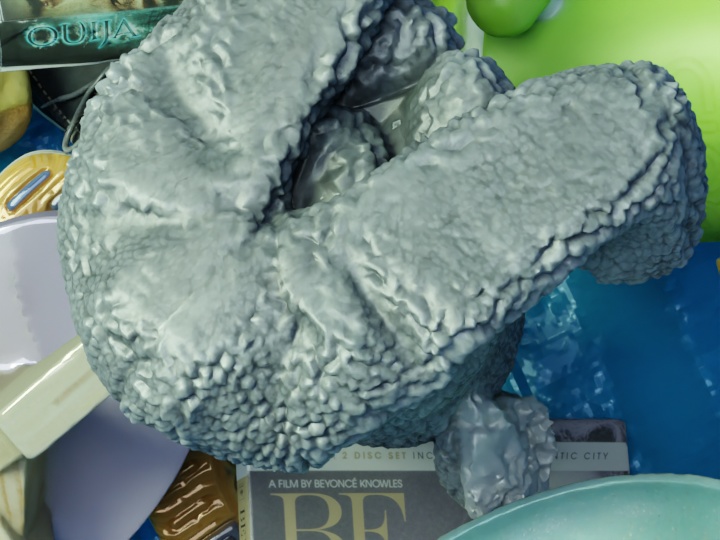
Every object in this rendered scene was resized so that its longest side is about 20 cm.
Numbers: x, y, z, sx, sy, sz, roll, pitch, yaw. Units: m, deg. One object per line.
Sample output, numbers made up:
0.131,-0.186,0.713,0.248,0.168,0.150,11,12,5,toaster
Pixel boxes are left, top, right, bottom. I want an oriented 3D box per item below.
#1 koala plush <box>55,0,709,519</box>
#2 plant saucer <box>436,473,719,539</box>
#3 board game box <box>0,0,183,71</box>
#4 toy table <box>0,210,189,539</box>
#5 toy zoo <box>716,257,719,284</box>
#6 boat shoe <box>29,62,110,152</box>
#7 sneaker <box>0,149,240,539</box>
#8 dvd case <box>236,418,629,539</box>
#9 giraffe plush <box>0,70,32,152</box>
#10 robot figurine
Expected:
0.000,0.000,0.967,0.177,0.200,0.184,42,81,19,koala plush
0.060,0.145,0.891,0.199,0.036,0.200,-21,33,15,plant saucer
-0.074,-0.154,1.062,0.134,0.028,0.201,-7,48,-9,board game box
-0.140,0.068,1.011,0.184,0.117,0.200,37,98,-5,toy table
0.155,0.083,0.996,0.020,0.131,0.201,-17,46,7,toy zoo
-0.080,-0.067,1.138,0.075,0.062,0.200,-46,73,2,boat shoe
-0.067,0.038,1.112,0.075,0.088,0.201,-31,98,-1,sneaker
0.032,0.152,1.056,0.148,0.016,0.201,1,75,-18,dvd case
-0.208,-0.147,1.106,0.172,0.162,0.201,-2,75,33,giraffe plush
0.099,-0.068,1.040,0.199,0.175,0.116,-1,67,28,robot figurine
